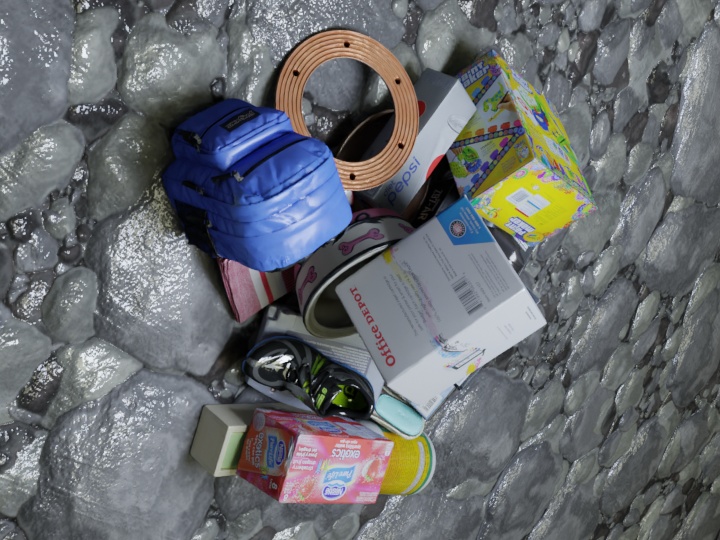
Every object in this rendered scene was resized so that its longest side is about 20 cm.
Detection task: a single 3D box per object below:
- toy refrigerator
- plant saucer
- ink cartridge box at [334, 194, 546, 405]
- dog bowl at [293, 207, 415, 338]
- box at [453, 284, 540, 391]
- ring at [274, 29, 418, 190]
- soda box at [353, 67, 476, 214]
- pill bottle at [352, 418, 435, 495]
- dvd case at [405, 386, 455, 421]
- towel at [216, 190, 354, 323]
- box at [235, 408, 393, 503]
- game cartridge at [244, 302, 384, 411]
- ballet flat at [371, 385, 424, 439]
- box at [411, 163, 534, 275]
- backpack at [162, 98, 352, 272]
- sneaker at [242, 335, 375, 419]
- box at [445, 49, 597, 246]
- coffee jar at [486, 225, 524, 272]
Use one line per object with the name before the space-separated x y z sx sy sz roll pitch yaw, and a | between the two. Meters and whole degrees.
toy refrigerator | -0.134 0.237 1.325 0.198 0.070 0.077 7 106 -47
plant saucer | 0.019 -0.128 1.305 0.198 0.036 0.204 -23 126 -34
ink cartridge box | 0.100 0.043 1.157 0.198 0.149 0.145 -34 153 8
dog bowl | 0.000 0.000 1.227 0.197 0.074 0.201 -24 152 -13
box | 0.176 0.091 1.303 0.159 0.046 0.200 -48 172 0
ring | -0.017 -0.201 1.180 0.197 0.019 0.205 2 85 -24
soda box | 0.068 -0.167 1.258 0.201 0.063 0.068 -54 139 -8
pill bottle | 0.021 0.294 1.479 0.198 0.112 0.114 17 99 -47
dvd case | 0.085 0.108 1.391 0.143 0.017 0.200 -48 114 -10
towel | -0.088 -0.021 1.216 0.198 0.023 0.145 -31 147 -16
box | -0.060 0.257 1.287 0.198 0.099 0.097 16 93 -48
game cartridge | -0.057 0.130 1.313 0.197 0.041 0.135 16 98 -20
ballet flat | 0.010 0.194 1.429 0.199 0.062 0.068 41 70 -12
box | 0.162 -0.036 1.403 0.200 0.043 0.161 45 69 -32
backpack | -0.120 -0.094 1.061 0.162 0.199 0.170 -38 129 -23
sneaker | -0.062 0.147 1.254 0.197 0.083 0.072 24 100 -20
box | 0.218 -0.170 1.342 0.121 0.195 0.199 -31 147 27
coffee jar | 0.142 0.028 1.301 0.201 0.085 0.104 -50 172 11
